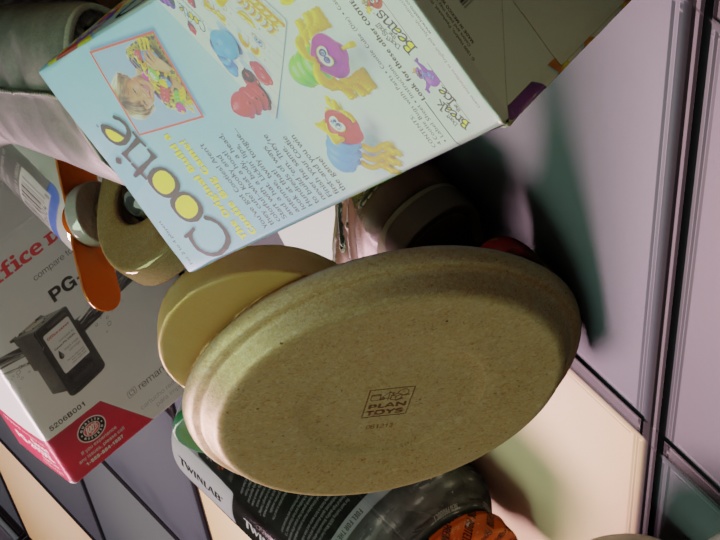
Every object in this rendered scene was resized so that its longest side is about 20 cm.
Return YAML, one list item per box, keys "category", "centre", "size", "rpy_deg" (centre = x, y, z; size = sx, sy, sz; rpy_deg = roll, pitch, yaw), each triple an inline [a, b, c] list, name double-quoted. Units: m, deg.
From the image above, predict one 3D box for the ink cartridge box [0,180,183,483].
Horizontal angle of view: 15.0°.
- category: "ink cartridge box"
  centre: [-0.203, 0.021, 1.866]
  size: [0.083, 0.145, 0.200]
  rpy_deg: [33, 157, 49]

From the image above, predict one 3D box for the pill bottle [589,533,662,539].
- category: "pill bottle"
  centre: [0.134, 0.219, 1.459]
  size: [0.112, 0.112, 0.200]
  rpy_deg: [45, 163, 16]

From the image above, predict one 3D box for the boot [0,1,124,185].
- category: "boot"
  centre: [-0.180, -0.123, 1.364]
  size: [0.182, 0.073, 0.200]
  rpy_deg: [57, 165, -21]

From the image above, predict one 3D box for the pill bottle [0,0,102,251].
- category: "pill bottle"
  centre: [-0.185, -0.109, 1.576]
  size: [0.200, 0.114, 0.114]
  rpy_deg: [44, 163, 23]

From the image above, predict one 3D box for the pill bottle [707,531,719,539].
- category: "pill bottle"
  centre: [0.207, 0.220, 1.256]
  size: [0.200, 0.116, 0.116]
  rpy_deg: [49, 164, 1]

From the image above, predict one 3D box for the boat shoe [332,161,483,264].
- category: "boat shoe"
  centre: [0.024, 0.006, 1.367]
  size: [0.068, 0.072, 0.200]
  rpy_deg: [46, 155, 28]

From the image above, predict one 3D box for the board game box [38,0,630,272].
- category: "board game box"
  centre: [-0.010, -0.091, 1.031]
  size: [0.200, 0.103, 0.105]
  rpy_deg: [-23, 107, 50]

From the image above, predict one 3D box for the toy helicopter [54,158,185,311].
- category: "toy helicopter"
  centre: [-0.116, -0.069, 1.443]
  size: [0.079, 0.132, 0.200]
  rpy_deg: [27, -150, -35]

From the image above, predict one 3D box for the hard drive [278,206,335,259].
- category: "hard drive"
  centre: [0.000, 0.000, 1.480]
  size: [0.132, 0.026, 0.200]
  rpy_deg: [33, 157, 46]

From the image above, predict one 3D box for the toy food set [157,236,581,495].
- category: "toy food set"
  centre: [0.006, 0.044, 1.294]
  size: [0.198, 0.200, 0.049]
  rpy_deg: [81, 174, -56]

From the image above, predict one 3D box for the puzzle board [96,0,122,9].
- category: "puzzle board"
  centre: [-0.152, -0.192, 1.263]
  size: [0.151, 0.017, 0.200]
  rpy_deg: [37, 164, -3]

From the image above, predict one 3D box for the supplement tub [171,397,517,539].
- category: "supplement tub"
  centre: [-0.008, 0.130, 1.625]
  size: [0.200, 0.123, 0.123]
  rpy_deg: [42, 162, 30]
